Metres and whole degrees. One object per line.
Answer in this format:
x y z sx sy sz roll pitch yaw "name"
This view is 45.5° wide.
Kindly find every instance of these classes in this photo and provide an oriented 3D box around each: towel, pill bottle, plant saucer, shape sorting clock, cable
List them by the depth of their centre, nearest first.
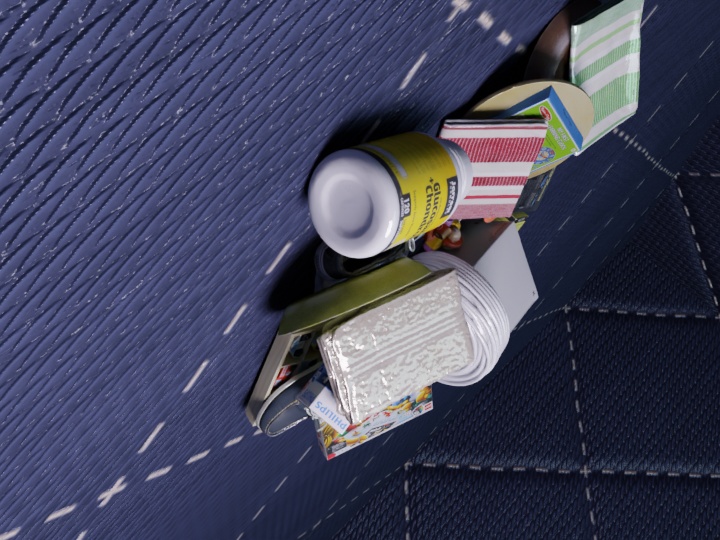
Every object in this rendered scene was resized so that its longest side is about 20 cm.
0.042 -0.090 0.933 0.200 0.112 0.112 -25 152 -51 "pill bottle"
-0.012 0.026 1.031 0.199 0.031 0.200 -22 -179 1 "plant saucer"
0.046 0.091 1.045 0.199 0.034 0.133 -23 111 -22 "towel"
0.212 -0.182 1.140 0.199 0.039 0.200 -7 150 -4 "shape sorting clock"
0.157 -0.134 1.147 0.143 0.023 0.200 -3 149 -10 "towel"
0.337 -0.272 1.173 0.152 0.023 0.201 -35 138 -25 "towel"
0.294 -0.268 1.174 0.200 0.032 0.201 -27 133 -33 "plant saucer"
0.117 0.070 1.232 0.069 0.199 0.201 -44 159 -39 "cable"

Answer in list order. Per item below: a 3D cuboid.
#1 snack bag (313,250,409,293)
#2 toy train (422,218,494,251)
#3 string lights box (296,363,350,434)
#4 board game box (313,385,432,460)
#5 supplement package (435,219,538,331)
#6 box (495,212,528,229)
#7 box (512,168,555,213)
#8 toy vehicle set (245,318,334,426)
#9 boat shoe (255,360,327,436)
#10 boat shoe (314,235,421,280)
0.000 0.000 1.183 0.200 0.021 0.189 -35 158 -29 "snack bag"
0.158 -0.088 1.312 0.200 0.056 0.150 -40 162 -22 "toy train"
0.008 0.109 1.111 0.200 0.059 0.103 -51 -170 -9 "string lights box"
0.021 0.211 1.368 0.199 0.035 0.127 -23 133 -16 "board game box"
0.175 0.037 1.376 0.200 0.110 0.156 -45 125 -35 "supplement package"
0.229 -0.037 1.606 0.200 0.050 0.075 -57 161 25 "box"
0.268 -0.187 1.302 0.157 0.051 0.201 -12 128 -62 "box"
-0.079 0.134 1.201 0.124 0.027 0.201 -12 142 -37 "toy vehicle set"
-0.054 0.172 1.190 0.199 0.062 0.075 -35 150 -5 "boat shoe"
0.035 -0.051 1.047 0.199 0.074 0.068 -28 -165 -31 "boat shoe"
